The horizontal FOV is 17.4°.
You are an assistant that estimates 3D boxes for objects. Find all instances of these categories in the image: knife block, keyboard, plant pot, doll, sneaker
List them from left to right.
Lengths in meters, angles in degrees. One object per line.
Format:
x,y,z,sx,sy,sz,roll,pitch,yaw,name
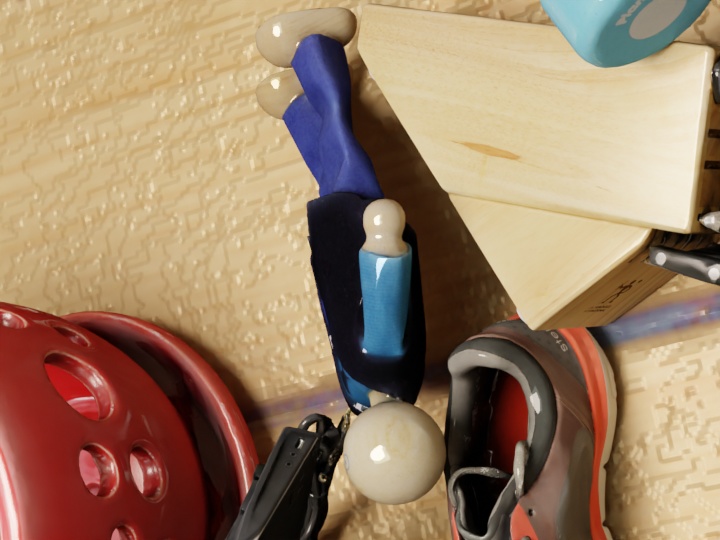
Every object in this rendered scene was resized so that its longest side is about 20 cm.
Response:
-0.157,0.107,0.994,0.200,0.182,0.201,1,92,33,plant pot
-0.041,0.131,0.951,0.021,0.127,0.200,24,138,9,keyboard
0.000,0.000,0.933,0.048,0.137,0.200,-10,62,-7,doll
0.060,0.116,0.911,0.077,0.082,0.200,-12,84,33,sneaker
0.115,-0.064,0.882,0.176,0.064,0.200,-41,69,27,knife block

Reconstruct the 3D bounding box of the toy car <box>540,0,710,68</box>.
0.082,-0.207,0.793,0.177,0.200,0.184,-32,66,-1,toy car
